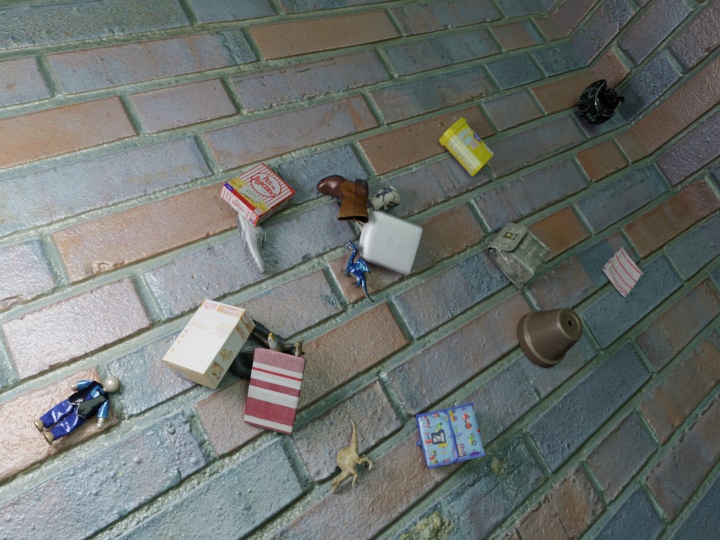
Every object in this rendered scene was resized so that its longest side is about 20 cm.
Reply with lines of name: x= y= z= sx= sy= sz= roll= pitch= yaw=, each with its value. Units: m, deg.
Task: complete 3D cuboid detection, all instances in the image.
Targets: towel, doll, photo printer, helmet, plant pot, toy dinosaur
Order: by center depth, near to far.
doll: x=-0.662 y=0.327 z=1.293 sx=0.136 sy=0.049 sz=0.199 roll=42 pitch=50 yaw=10
towel: x=-0.227 y=0.317 z=1.430 sx=0.138 sy=0.023 sz=0.208 roll=12 pitch=96 yaw=5
toy dinosaur: x=-0.017 y=0.517 z=1.493 sx=0.099 sy=0.058 sz=0.205 roll=27 pitch=58 yaw=-9
photo printer: x=0.095 y=-0.096 z=1.797 sx=0.194 sy=0.069 sz=0.172 roll=18 pitch=91 yaw=-15
plant pot: x=0.677 y=0.217 z=1.887 sx=0.193 sy=0.175 sz=0.208 roll=10 pitch=63 yaw=-20
towel: x=1.107 y=0.003 z=2.274 sx=0.198 sy=0.030 sz=0.148 roll=-35 pitch=84 yaw=-33
helmet: x=1.134 y=-0.799 z=2.578 sx=0.192 sy=0.191 sz=0.209 roll=-1 pitch=96 yaw=-7

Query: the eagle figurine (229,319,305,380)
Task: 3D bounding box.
eagle figurine: x=-0.254 y=0.220 z=1.506 sx=0.192 sy=0.157 sz=0.152 roll=4 pitch=15 yaw=10

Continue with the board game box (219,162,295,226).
board game box: x=-0.318 y=-0.240 z=1.693 sx=0.150 sy=0.047 sz=0.200 roll=40 pitch=43 yaw=5

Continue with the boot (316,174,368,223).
boot: x=-0.061 y=-0.223 z=1.775 sx=0.181 sy=0.070 sz=0.204 roll=9 pitch=44 yaw=-5

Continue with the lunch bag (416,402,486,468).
lunch bag: x=0.256 y=0.498 z=1.623 sx=0.192 sy=0.095 sz=0.156 roll=-7 pitch=69 yaw=-13

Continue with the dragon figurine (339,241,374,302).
dragon figurine: x=0.000 y=0.000 z=1.727 sx=0.099 sy=0.059 sz=0.200 roll=-42 pitch=79 yaw=-4

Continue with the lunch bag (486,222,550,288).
lunch bag: x=0.582 y=-0.072 z=2.020 sx=0.199 sy=0.118 sz=0.164 roll=43 pitch=57 yaw=8

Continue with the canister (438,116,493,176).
canister: x=0.427 y=-0.494 z=2.168 sx=0.201 sy=0.087 sz=0.148 roll=47 pitch=57 yaw=1

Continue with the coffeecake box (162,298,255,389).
coffeecake box: x=-0.395 y=0.188 z=1.422 sx=0.149 sy=0.074 sz=0.203 roll=10 pitch=53 yaw=28

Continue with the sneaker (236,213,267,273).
sneaker: x=-0.313 y=-0.090 z=1.638 sx=0.079 sy=0.075 sz=0.206 roll=-11 pitch=70 yaw=-26

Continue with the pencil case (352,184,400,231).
pencil case: x=0.057 y=-0.220 z=1.872 sx=0.077 sy=0.092 sz=0.198 roll=32 pitch=51 yaw=29
